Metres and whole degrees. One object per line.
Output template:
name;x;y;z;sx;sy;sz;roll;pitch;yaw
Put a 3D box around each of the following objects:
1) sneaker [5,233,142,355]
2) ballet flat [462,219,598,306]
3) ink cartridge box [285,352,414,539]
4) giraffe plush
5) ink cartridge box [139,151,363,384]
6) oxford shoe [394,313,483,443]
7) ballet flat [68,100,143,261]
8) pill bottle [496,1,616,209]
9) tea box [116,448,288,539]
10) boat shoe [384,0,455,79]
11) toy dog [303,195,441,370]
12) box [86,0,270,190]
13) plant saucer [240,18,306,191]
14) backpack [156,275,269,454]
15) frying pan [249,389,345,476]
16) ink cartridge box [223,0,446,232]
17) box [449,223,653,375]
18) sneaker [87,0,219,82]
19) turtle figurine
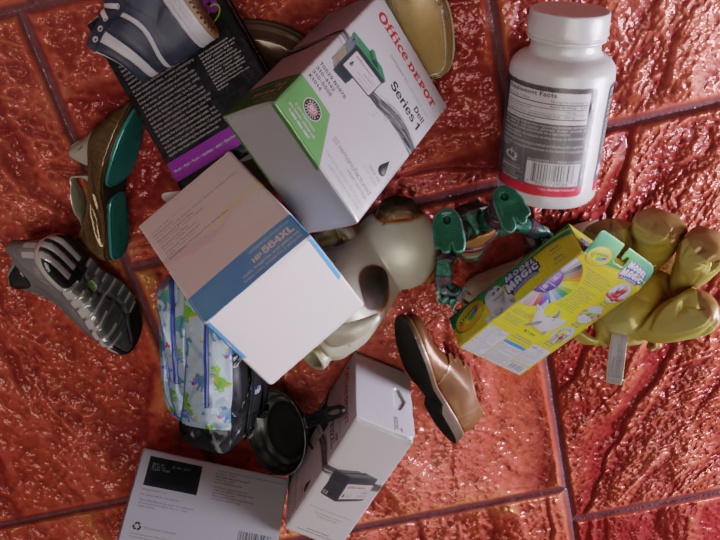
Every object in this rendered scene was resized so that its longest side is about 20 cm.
sneaker;-0.356;0.025;1.014;0.115;0.075;0.200;5;140;28
ballet flat;0.219;0.008;1.009;0.200;0.070;0.070;-29;115;13
ink cartridge box;-0.017;0.231;1.079;0.084;0.145;0.200;25;115;-13
giraffe plush;0.346;0.032;0.980;0.172;0.162;0.200;27;103;30
ink cartridge box;-0.117;-0.013;0.842;0.125;0.200;0.129;-40;139;-3
oxford shoe;0.104;0.128;1.083;0.071;0.071;0.200;-35;117;-15
ballet flat;-0.296;-0.105;0.944;0.072;0.068;0.200;21;122;9
pill bottle;0.209;-0.176;0.883;0.110;0.111;0.200;1;119;-2
tea box;-0.221;0.357;1.119;0.200;0.134;0.197;14;140;-9
boat shoe;0.048;-0.282;0.841;0.072;0.076;0.200;-20;117;9
toy dog;0.000;0.000;0.942;0.200;0.194;0.140;-39;102;-18
box;-0.173;-0.205;0.865;0.143;0.036;0.200;-28;96;13
plant saucer;-0.117;-0.175;0.923;0.200;0.029;0.200;-1;119;-1
backpack;-0.173;0.087;0.997;0.153;0.163;0.200;16;111;7
frying pan;-0.088;0.189;1.081;0.031;0.115;0.190;-4;141;-48
ink cartridge box;-0.017;-0.159;0.832;0.084;0.200;0.146;-6;129;46
box;0.207;0.029;0.902;0.117;0.048;0.200;27;125;-38
sneaker;-0.238;-0.280;0.810;0.108;0.070;0.200;-35;92;12
turtle figurine;0.130;-0.029;0.912;0.150;0.200;0.101;-39;74;-1
